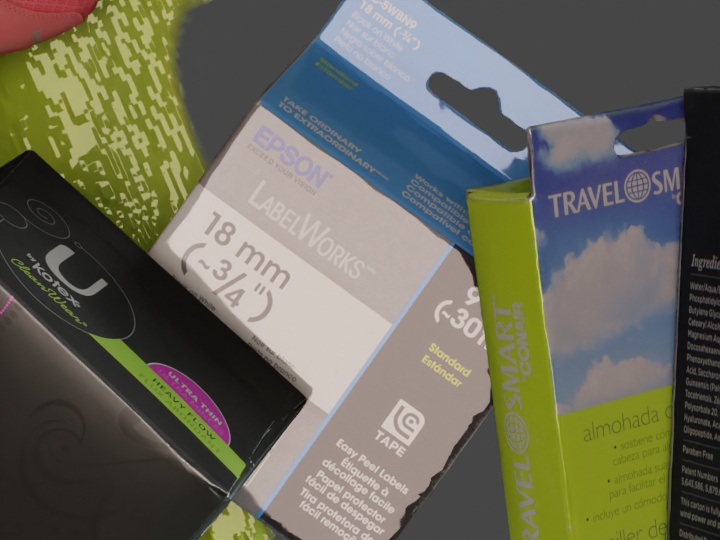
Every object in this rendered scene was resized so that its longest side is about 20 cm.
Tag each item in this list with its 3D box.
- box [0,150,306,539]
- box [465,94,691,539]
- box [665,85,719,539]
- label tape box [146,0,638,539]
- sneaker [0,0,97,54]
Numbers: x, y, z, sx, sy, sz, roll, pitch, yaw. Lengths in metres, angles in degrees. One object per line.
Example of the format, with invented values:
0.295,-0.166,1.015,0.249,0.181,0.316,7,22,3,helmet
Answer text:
-0.146,0.083,1.061,0.149,0.124,0.200,43,107,-1,box
0.107,0.035,1.088,0.122,0.048,0.201,-13,101,-34,box
0.225,0.034,1.048,0.199,0.124,0.197,0,92,-23,box
0.000,0.000,1.127,0.144,0.063,0.200,35,96,1,label tape box
-0.157,-0.179,1.135,0.087,0.074,0.201,-18,96,-8,sneaker
